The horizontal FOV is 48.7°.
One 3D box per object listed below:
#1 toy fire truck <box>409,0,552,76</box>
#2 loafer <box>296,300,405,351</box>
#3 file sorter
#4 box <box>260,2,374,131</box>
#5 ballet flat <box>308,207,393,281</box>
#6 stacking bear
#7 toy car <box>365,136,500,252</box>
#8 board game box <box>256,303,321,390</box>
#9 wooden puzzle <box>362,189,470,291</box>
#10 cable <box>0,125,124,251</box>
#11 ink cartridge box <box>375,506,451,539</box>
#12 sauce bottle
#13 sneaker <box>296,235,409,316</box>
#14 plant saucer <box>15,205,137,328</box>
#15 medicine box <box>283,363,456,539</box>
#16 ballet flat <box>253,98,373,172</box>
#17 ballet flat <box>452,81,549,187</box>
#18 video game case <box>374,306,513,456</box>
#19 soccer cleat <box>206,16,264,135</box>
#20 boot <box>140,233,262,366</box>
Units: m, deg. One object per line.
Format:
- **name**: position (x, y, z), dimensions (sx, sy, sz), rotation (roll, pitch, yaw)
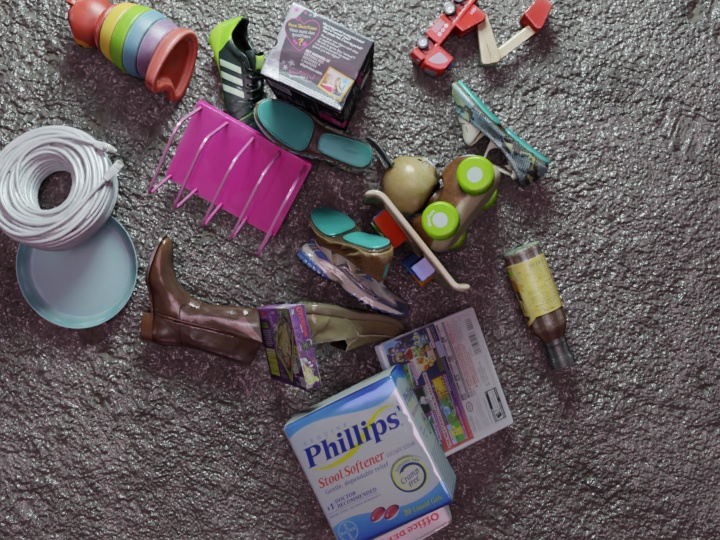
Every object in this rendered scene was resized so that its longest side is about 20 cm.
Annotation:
- **toy fire truck**: position (0.187, -0.372, 1.248), dimensions (0.141, 0.049, 0.200), rotation (39, 93, -1)
- **loafer**: position (-0.018, 0.091, 1.230), dimensions (0.199, 0.076, 0.068), rotation (13, 89, -34)
- **file sorter**: position (-0.199, -0.136, 1.204), dimensions (0.199, 0.126, 0.139), rotation (29, 114, -5)
- **box**: position (-0.059, -0.298, 1.183), dimensions (0.131, 0.200, 0.115), rotation (26, 92, 0)
- **ballet flat**: position (-0.017, -0.034, 1.190), dimensions (0.068, 0.200, 0.073), rotation (-20, 120, -31)
- **stacking bear**: position (-0.365, -0.363, 1.239), dimensions (0.199, 0.121, 0.114), rotation (27, 95, 8)
- **toy car**: position (0.097, -0.141, 1.217), dimensions (0.200, 0.164, 0.158), rotation (39, 93, 12)
- **board game box**: position (-0.112, 0.112, 1.208), dimensions (0.032, 0.200, 0.121), rotation (-17, 94, -21)
- **wooden puzzle**: position (0.071, -0.034, 1.199), dimensions (0.046, 0.185, 0.200), rotation (-44, 91, -1)
- **cable**: position (-0.483, -0.131, 1.250), dimensions (0.199, 0.069, 0.201), rotation (28, 80, 12)
- **ink cartridge box**: position (0.036, 0.335, 1.269), dimensions (0.145, 0.083, 0.201), rotation (-29, 91, 2)
- **sauce bottle**: position (0.287, 0.057, 1.259), dimensions (0.064, 0.065, 0.201), rotation (-20, 91, 2)
- **sneaker**: position (0.000, 0.000, 1.260), dimensions (0.199, 0.077, 0.085), rotation (33, 89, -1)
- **plant saucer**: position (-0.458, -0.007, 1.295), dimensions (0.198, 0.027, 0.202), rotation (0, 92, 2)
- **medicine box**: position (0.016, 0.269, 1.165), dimensions (0.181, 0.103, 0.201), rotation (-27, 90, 10)
- **ballet flat**: position (-0.077, -0.204, 1.244), dimensions (0.199, 0.074, 0.075), rotation (26, 93, -12)
- **ballet flat**: position (0.203, -0.207, 1.242), dimensions (0.200, 0.074, 0.074), rotation (43, 93, 3)
- **video game case**: position (0.134, 0.181, 1.251), dimensions (0.181, 0.023, 0.201), rotation (-20, 91, -24)
- **soccer cleat**: position (-0.179, -0.296, 1.246), dimensions (0.081, 0.067, 0.201), rotation (-17, 92, 33)
- **boot**: position (-0.241, 0.048, 1.269), dimensions (0.198, 0.064, 0.188), rotation (12, 107, 6)
